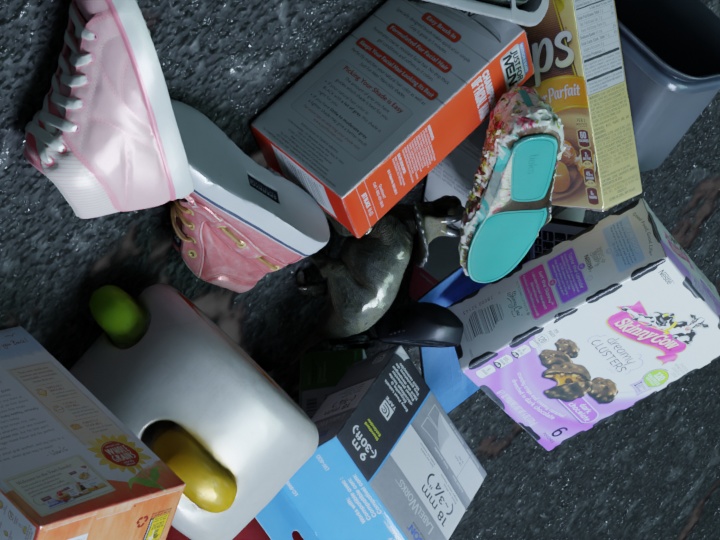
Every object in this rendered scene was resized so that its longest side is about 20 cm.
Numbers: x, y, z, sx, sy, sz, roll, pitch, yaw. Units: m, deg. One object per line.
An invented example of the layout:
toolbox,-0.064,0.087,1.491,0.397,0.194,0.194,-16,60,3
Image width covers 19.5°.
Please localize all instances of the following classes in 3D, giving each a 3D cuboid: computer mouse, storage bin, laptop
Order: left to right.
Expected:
computer mouse,0.027,0.048,1.791,0.058,0.200,0.034,8,82,-29
laptop,0.163,0.056,1.852,0.188,0.199,0.116,82,21,-51
storage bin,0.215,-0.181,1.770,0.145,0.200,0.135,-15,145,-45

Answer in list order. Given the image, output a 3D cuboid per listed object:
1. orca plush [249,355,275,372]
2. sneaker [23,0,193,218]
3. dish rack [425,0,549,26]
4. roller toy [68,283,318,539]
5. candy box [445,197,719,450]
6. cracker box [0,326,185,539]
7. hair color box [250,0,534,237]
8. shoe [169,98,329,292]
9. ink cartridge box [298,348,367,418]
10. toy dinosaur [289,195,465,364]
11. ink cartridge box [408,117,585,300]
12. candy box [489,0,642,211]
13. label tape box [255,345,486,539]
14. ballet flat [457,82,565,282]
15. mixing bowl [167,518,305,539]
orca plush,-0.088,0.146,1.813,0.105,0.071,0.200,-41,148,-16
sneaker,-0.184,-0.119,1.407,0.104,0.075,0.201,-19,126,-8
dish rack,0.072,-0.274,1.559,0.200,0.043,0.173,3,87,-54
roller toy,-0.135,0.117,1.605,0.140,0.200,0.182,-47,153,-2
candy box,0.199,0.049,1.793,0.200,0.072,0.168,-30,139,16
cracker box,-0.238,0.125,1.468,0.134,0.200,0.058,-12,133,-47
hair color box,0.026,-0.134,1.635,0.200,0.111,0.064,-43,149,-12
shoe,-0.119,-0.050,1.568,0.091,0.072,0.200,-33,136,25
ink cartridge box,-0.002,0.165,1.884,0.059,0.104,0.200,-7,147,13
toy dinosaur,0.000,0.000,1.747,0.200,0.102,0.077,-53,149,1
ink cartridge box,0.130,-0.060,1.875,0.145,0.085,0.201,-28,140,-34
candy box,0.157,-0.154,1.703,0.055,0.115,0.201,-24,111,-38
label tape box,0.011,0.179,1.720,0.144,0.063,0.200,56,39,-16
ballet flat,0.120,-0.072,1.683,0.075,0.064,0.200,-2,143,-17
mixing bowl,-0.132,0.215,1.754,0.199,0.109,0.200,-22,173,-3
